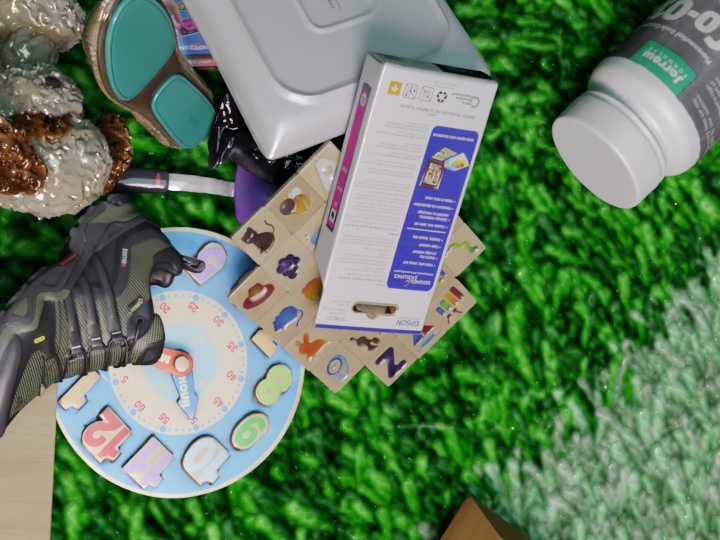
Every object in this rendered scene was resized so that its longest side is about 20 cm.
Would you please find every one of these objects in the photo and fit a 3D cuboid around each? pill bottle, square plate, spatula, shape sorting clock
[{"bbox_3d":[0.257,-0.151,1.002,0.200,0.113,0.113,-43,102,-12],"label":"pill bottle"},{"bbox_3d":[-0.026,-0.199,0.908,0.196,0.028,0.202,-23,74,-23],"label":"square plate"},{"bbox_3d":[-0.131,-0.066,0.932,0.197,0.021,0.057,4,84,-16],"label":"spatula"},{"bbox_3d":[-0.136,0.069,0.925,0.197,0.039,0.203,0,92,-17],"label":"shape sorting clock"}]

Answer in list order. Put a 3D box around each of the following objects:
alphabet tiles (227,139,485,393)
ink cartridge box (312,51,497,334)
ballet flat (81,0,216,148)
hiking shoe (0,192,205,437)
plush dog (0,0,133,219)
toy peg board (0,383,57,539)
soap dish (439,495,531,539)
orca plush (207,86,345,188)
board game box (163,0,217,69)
[{"bbox_3d":[0.000,0.000,0.933,0.166,0.006,0.200,-44,125,3],"label":"alphabet tiles"},{"bbox_3d":[0.026,-0.051,0.892,0.093,0.037,0.203,5,111,-27],"label":"ink cartridge box"},{"bbox_3d":[-0.156,-0.144,0.844,0.065,0.200,0.071,39,79,18],"label":"ballet flat"},{"bbox_3d":[-0.185,0.041,0.841,0.100,0.076,0.201,33,61,-2],"label":"hiking shoe"},{"bbox_3d":[-0.243,-0.100,0.823,0.171,0.200,0.161,38,111,13],"label":"plush dog"},{"bbox_3d":[-0.318,0.163,0.856,0.197,0.098,0.202,4,74,-18],"label":"toy peg board"},{"bbox_3d":[0.125,0.303,0.987,0.199,0.081,0.158,37,81,-15],"label":"soap dish"},{"bbox_3d":[-0.011,-0.095,0.927,0.198,0.071,0.107,24,61,-20],"label":"orca plush"},{"bbox_3d":[-0.088,-0.208,0.944,0.197,0.019,0.105,-5,91,-17],"label":"board game box"}]
